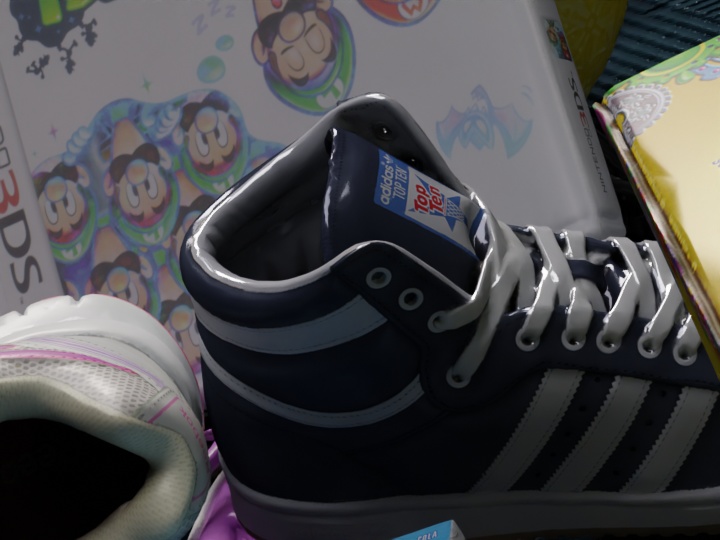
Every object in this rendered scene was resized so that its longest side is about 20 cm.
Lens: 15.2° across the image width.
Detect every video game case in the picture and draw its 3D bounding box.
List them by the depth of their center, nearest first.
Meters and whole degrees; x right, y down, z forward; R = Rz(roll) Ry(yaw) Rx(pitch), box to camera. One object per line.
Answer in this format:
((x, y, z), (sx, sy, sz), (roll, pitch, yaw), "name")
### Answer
((-0.037, -0.060, 0.786), (0.200, 0.182, 0.024), (-22, -13, 27), "video game case")

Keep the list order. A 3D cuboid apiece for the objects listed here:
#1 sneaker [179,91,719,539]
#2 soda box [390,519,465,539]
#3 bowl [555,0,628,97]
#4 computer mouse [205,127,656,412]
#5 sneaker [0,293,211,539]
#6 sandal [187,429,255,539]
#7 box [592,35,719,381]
((0.053, 0.008, 0.663), (0.200, 0.109, 0.070), (-10, 39, 9), "sneaker")
((-0.058, 0.128, 0.622), (0.200, 0.064, 0.068), (-21, 23, 16), "soda box")
((0.002, -0.064, 0.889), (0.200, 0.108, 0.200), (-9, -14, -2), "bowl")
((0.000, 0.000, 0.823), (0.200, 0.044, 0.110), (-20, -8, 18), "computer mouse")
((-0.123, 0.065, 0.643), (0.200, 0.081, 0.088), (-28, 11, -14), "sneaker")
((-0.026, 0.065, 0.740), (0.082, 0.050, 0.203), (-12, 24, 27), "sandal")
((0.167, 0.036, 0.393), (0.192, 0.200, 0.122), (-25, 22, 5), "box")
